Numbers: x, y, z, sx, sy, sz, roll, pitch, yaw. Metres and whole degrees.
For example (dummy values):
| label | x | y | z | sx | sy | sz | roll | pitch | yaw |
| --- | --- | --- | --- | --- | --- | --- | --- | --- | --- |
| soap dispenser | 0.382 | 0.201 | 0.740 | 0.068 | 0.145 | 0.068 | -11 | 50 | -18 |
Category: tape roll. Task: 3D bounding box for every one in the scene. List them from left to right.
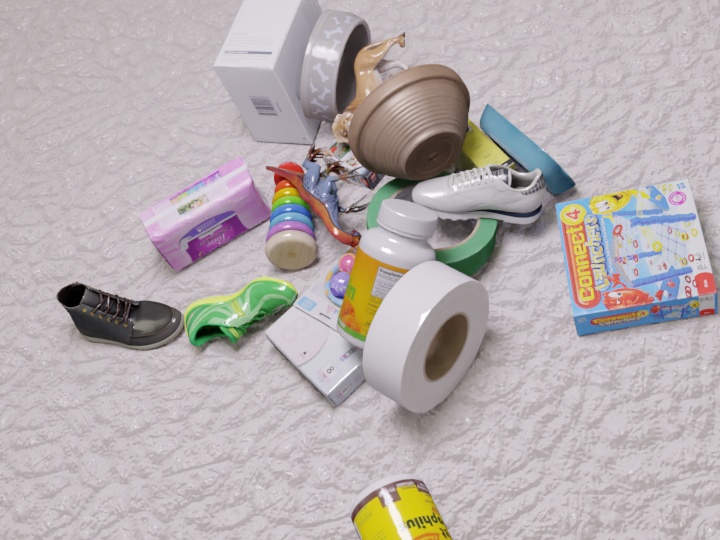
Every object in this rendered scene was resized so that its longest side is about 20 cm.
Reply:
| label | x | y | z | sx | sy | sz | roll | pitch | yaw |
| --- | --- | --- | --- | --- | --- | --- | --- | --- | --- |
| tape roll | 0.092 | 0.092 | 1.413 | 0.071 | 0.203 | 0.203 | 27 | 70 | 31 |
| tape roll | 0.108 | -0.069 | 1.572 | 0.199 | 0.048 | 0.201 | -1 | 49 | 1 |

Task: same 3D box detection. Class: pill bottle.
| label | x | y | z | sx | sy | sz | roll | pitch | yaw |
| --- | --- | --- | --- | --- | --- | --- | --- | --- | --- |
| pill bottle | 0.042 | 0.007 | 1.450 | 0.111 | 0.111 | 0.201 | 28 | 111 | 32 |
| pill bottle | 0.069 | 0.366 | 1.297 | 0.109 | 0.109 | 0.201 | -28 | 54 | 0 |

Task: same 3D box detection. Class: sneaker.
| label | x | y | z | sx | sy | sz | roll | pitch | yaw |
| --- | --- | --- | --- | --- | --- | --- | --- | --- | --- |
| sneaker | -0.390 | 0.071 | 1.656 | 0.199 | 0.106 | 0.075 | -2 | 57 | 18 |
| sneaker | -0.184 | 0.072 | 1.607 | 0.199 | 0.074 | 0.084 | -20 | 51 | 18 |
| sneaker | 0.176 | -0.124 | 1.535 | 0.198 | 0.081 | 0.077 | 1 | 50 | 6 |

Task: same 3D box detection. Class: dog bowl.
| label | x | y | z | sx | sy | sz | roll | pitch | yaw |
| --- | --- | --- | --- | --- | --- | --- | --- | --- | --- |
| dog bowl | -0.037 | -0.346 | 1.753 | 0.058 | 0.200 | 0.201 | 15 | 63 | 15 |

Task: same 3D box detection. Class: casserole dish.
| label | x | y | z | sx | sy | sz | roll | pitch | yaw |
| --- | --- | --- | --- | --- | --- | --- | --- | --- | --- |
| casserole dish | 0.253 | -0.184 | 1.593 | 0.039 | 0.121 | 0.200 | -48 | 53 | 8 |

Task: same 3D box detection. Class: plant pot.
| label | x | y | z | sx | sy | sz | roll | pitch | yaw |
| --- | --- | --- | --- | --- | --- | --- | --- | --- | --- |
| plant pot | 0.088 | -0.202 | 1.538 | 0.200 | 0.201 | 0.093 | -29 | 58 | -1 |

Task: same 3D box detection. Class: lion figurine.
| label | x | y | z | sx | sy | sz | roll | pitch | yaw |
| --- | --- | --- | --- | --- | --- | --- | --- | --- | --- |
| lion figurine | 0.017 | -0.306 | 1.719 | 0.122 | 0.072 | 0.201 | 0 | 72 | 13 |

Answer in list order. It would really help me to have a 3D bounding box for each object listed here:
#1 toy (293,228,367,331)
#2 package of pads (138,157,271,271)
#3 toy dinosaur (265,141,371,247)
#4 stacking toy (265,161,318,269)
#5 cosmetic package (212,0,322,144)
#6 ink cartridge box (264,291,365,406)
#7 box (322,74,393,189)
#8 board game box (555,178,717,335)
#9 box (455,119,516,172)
| label | x | y | z | sx | sy | sz | roll | pitch | yaw |
| --- | --- | --- | --- | --- | --- | --- | --- | --- | --- |
| toy | 0.000 | 0.000 | 1.576 | 0.115 | 0.047 | 0.200 | 28 | 57 | 30 |
| package of pads | -0.254 | -0.093 | 1.706 | 0.199 | 0.121 | 0.076 | -31 | 59 | -2 |
| toy dinosaur | -0.053 | -0.105 | 1.629 | 0.199 | 0.105 | 0.182 | -18 | 49 | 27 |
| stacking toy | -0.116 | -0.103 | 1.692 | 0.085 | 0.086 | 0.201 | -13 | 51 | 11 |
| cosmetic package | -0.138 | -0.362 | 1.791 | 0.122 | 0.200 | 0.201 | 7 | 60 | 24 |
| ink cartridge box | -0.022 | 0.083 | 1.555 | 0.200 | 0.057 | 0.162 | -45 | 55 | -6 |
| box | 0.037 | -0.239 | 1.751 | 0.110 | 0.035 | 0.200 | 30 | 72 | 32 |
| board game box | 0.390 | -0.021 | 1.469 | 0.194 | 0.056 | 0.201 | -11 | 55 | 12 |
| box | 0.176 | -0.195 | 1.651 | 0.050 | 0.075 | 0.200 | -34 | 52 | -7 |
